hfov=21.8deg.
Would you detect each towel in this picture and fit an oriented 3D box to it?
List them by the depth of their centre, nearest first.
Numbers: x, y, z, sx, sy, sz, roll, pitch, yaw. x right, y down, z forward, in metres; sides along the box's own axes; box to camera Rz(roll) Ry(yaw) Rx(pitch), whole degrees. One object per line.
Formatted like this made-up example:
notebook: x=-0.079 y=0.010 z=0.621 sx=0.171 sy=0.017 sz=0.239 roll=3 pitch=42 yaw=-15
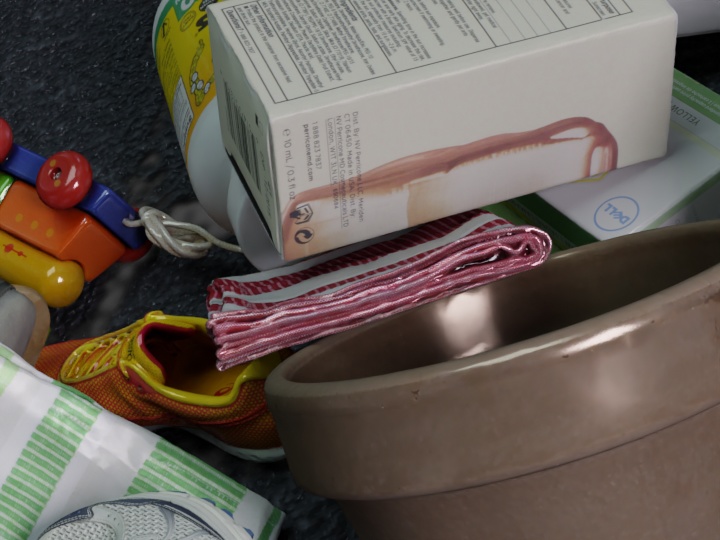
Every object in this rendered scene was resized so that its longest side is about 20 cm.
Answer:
towel: x=-0.141 y=0.118 z=0.829 sx=0.023 sy=0.199 sz=0.153 roll=-41 pitch=20 yaw=52
towel: x=0.000 y=0.000 z=0.837 sx=0.143 sy=0.023 sz=0.200 roll=-17 pitch=6 yaw=-3

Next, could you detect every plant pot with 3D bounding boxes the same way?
plant pot: x=0.084 y=0.091 z=0.702 sx=0.199 sy=0.176 sz=0.200 roll=-19 pitch=6 yaw=2

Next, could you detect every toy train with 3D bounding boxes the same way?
toy train: x=-0.166 y=0.001 z=1.044 sx=0.199 sy=0.085 sz=0.116 roll=25 pitch=78 yaw=36

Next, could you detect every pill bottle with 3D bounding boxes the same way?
pill bottle: x=-0.046 y=-0.085 z=1.025 sx=0.112 sy=0.113 sz=0.200 roll=-25 pitch=39 yaw=4

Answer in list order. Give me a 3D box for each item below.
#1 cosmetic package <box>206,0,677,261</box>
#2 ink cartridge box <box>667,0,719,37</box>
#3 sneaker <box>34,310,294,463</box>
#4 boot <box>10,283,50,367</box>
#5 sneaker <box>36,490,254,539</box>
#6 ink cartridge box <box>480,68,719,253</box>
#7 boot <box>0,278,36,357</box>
cosmetic package: x=0.038 y=-0.089 z=0.886 sx=0.199 sy=0.088 sz=0.104 roll=-15 pitch=42 yaw=-12
ink cartridge box: x=0.162 y=-0.190 z=1.031 sx=0.199 sy=0.045 sz=0.177 roll=-7 pitch=38 yaw=0
sneaker: x=-0.109 y=0.049 z=0.952 sx=0.199 sy=0.077 sz=0.073 roll=-3 pitch=47 yaw=33
boot: x=-0.250 y=0.034 z=1.011 sx=0.201 sy=0.071 sz=0.144 roll=-44 pitch=44 yaw=22
sneaker: x=-0.073 y=0.133 z=0.731 sx=0.199 sy=0.085 sz=0.078 roll=13 pitch=91 yaw=41
ink cartridge box: x=0.092 y=-0.028 z=0.943 sx=0.199 sy=0.048 sz=0.145 roll=-35 pitch=41 yaw=-11
boot: x=-0.158 y=0.115 z=0.882 sx=0.130 sy=0.068 sz=0.201 roll=18 pitch=73 yaw=4
